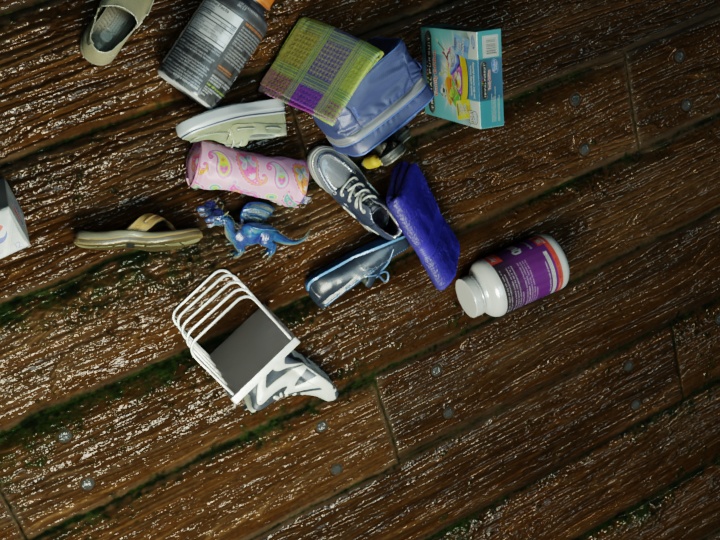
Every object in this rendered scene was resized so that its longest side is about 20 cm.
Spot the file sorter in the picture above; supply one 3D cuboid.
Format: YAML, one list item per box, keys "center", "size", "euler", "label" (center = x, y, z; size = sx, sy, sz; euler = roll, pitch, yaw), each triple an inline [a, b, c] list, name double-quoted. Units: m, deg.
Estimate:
- center: [-0.212, 0.094, 1.496]
  size: [0.139, 0.200, 0.125]
  euler: [-43, 113, -6]
  label: "file sorter"

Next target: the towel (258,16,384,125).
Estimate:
- center: [-0.067, -0.313, 1.441]
  size: [0.144, 0.200, 0.023]
  euler: [-58, 141, -2]
  label: "towel"

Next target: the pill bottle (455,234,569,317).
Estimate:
- center: [0.282, 0.015, 1.732]
  size: [0.199, 0.112, 0.113]
  euler: [-22, 113, -16]
  label: "pill bottle"

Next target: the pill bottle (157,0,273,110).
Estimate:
- center: [-0.212, -0.354, 1.408]
  size: [0.106, 0.106, 0.200]
  euler: [34, 91, -28]
  label: "pill bottle"

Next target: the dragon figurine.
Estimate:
- center: [-0.169, -0.071, 1.516]
  size: [0.199, 0.059, 0.100]
  euler: [0, 139, -17]
  label: "dragon figurine"

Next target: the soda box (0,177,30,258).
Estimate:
- center: [-0.517, -0.072, 1.307]
  size: [0.068, 0.200, 0.064]
  euler: [-27, 115, -12]
  label: "soda box"

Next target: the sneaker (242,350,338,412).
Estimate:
- center: [-0.144, 0.205, 1.626]
  size: [0.199, 0.079, 0.130]
  euler: [36, 95, -32]
  label: "sneaker"

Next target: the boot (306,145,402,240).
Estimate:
- center: [-0.004, -0.133, 1.574]
  size: [0.073, 0.090, 0.200]
  euler: [-49, 118, -3]
  label: "boot"

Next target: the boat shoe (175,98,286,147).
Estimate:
- center: [-0.193, -0.225, 1.448]
  size: [0.200, 0.072, 0.062]
  euler: [-20, 95, -37]
  label: "boat shoe"

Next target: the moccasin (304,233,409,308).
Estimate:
- center: [0.000, 0.000, 1.630]
  size: [0.199, 0.080, 0.068]
  euler: [-27, 101, 0]
  label: "moccasin"

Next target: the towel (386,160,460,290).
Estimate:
- center: [0.115, -0.082, 1.615]
  size: [0.049, 0.148, 0.200]
  euler: [-22, 119, 22]
  label: "towel"

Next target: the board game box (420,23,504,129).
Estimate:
- center: [0.165, -0.324, 1.527]
  size: [0.047, 0.200, 0.152]
  euler: [-12, 110, -20]
  label: "board game box"

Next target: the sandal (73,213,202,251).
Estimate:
- center: [-0.348, -0.063, 1.458]
  size: [0.199, 0.080, 0.054]
  euler: [-1, 81, -19]
  label: "sandal"

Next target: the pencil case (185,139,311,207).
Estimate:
- center: [-0.180, -0.154, 1.496]
  size: [0.199, 0.087, 0.088]
  euler: [10, 102, -27]
  label: "pencil case"

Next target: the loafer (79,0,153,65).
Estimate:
- center: [-0.344, -0.391, 1.360]
  size: [0.075, 0.068, 0.201]
  euler: [24, 95, -28]
  label: "loafer"

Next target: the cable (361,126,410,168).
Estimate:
- center: [0.059, -0.196, 1.523]
  size: [0.097, 0.200, 0.050]
  euler: [-32, 106, -5]
  label: "cable"

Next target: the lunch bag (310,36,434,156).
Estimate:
- center: [0.020, -0.282, 1.514]
  size: [0.200, 0.136, 0.133]
  euler: [-39, 117, -10]
  label: "lunch bag"
